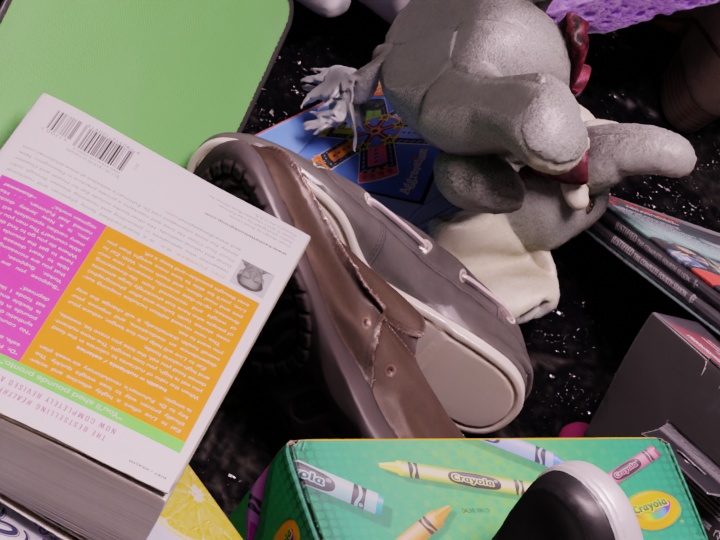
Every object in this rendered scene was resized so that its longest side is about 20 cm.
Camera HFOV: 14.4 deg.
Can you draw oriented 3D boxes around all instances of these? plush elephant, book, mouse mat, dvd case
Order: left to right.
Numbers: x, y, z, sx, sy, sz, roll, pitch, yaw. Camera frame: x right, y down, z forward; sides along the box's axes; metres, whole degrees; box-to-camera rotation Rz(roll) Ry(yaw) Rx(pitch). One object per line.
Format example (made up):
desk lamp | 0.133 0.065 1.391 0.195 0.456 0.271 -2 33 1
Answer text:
book | -0.110 0.015 1.146 0.133 0.048 0.200 29 37 -1
mouse mat | -0.111 -0.078 1.274 0.161 0.008 0.201 41 68 -44
plush elephant | 0.087 -0.069 1.395 0.155 0.199 0.165 38 51 -33
dvd case | 0.204 0.014 1.428 0.145 0.022 0.200 17 13 -26

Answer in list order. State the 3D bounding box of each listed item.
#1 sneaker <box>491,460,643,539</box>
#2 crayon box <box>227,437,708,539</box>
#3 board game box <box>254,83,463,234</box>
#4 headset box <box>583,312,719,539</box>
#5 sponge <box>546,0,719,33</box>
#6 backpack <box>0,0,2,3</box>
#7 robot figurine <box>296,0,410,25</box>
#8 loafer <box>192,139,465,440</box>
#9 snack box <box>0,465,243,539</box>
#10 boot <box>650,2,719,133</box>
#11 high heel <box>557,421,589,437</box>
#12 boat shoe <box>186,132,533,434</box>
sneaker | 0.044 0.176 1.136 0.112 0.201 0.073 -15 39 -41
crayon box | 0.035 0.128 1.228 0.199 0.119 0.058 2 52 -32
board game box | -0.008 -0.034 1.415 0.103 0.019 0.200 50 44 11
headset box | 0.214 0.097 1.339 0.199 0.075 0.149 12 23 -43
sponge | 0.137 -0.174 1.523 0.112 0.199 0.030 -84 153 -44
backpack | -0.150 -0.184 1.368 0.200 0.154 0.190 40 32 8
robot figurine | 0.013 -0.200 1.490 0.200 0.113 0.169 38 64 25
loafer | -0.013 0.028 1.289 0.071 0.073 0.201 -35 104 -41
snack box | -0.121 0.137 1.103 0.168 0.068 0.200 -18 62 -44
boot | 0.211 -0.177 1.588 0.070 0.146 0.201 13 48 -28
high heel | 0.165 0.136 1.322 0.067 0.096 0.200 -16 64 -41
boat shoe | 0.000 0.000 1.337 0.200 0.067 0.057 40 29 -13
